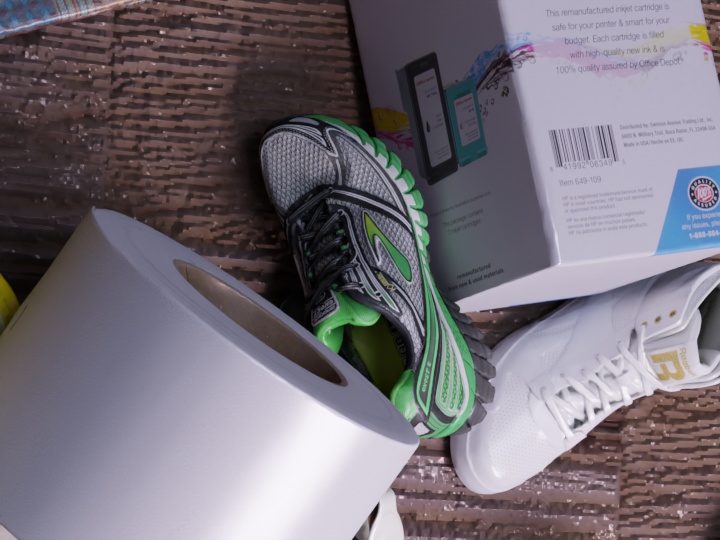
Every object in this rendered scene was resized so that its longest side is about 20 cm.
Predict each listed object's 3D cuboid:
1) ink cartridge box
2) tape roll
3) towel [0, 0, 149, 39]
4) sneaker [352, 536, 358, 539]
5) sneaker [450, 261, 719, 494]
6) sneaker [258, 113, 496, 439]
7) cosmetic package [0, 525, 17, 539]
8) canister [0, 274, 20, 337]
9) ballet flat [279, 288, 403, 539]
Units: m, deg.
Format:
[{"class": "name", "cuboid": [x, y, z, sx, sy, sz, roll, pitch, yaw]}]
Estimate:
[{"class": "ink cartridge box", "cuboid": [0.105, -0.091, 1.587, 0.146, 0.146, 0.201, -6, 81, -34]}, {"class": "tape roll", "cuboid": [-0.089, 0.081, 1.395, 0.202, 0.203, 0.139, 33, 97, -29]}, {"class": "towel", "cuboid": [-0.167, -0.220, 1.407, 0.146, 0.022, 0.201, -17, 84, -25]}, {"class": "sneaker", "cuboid": [-0.044, 0.097, 1.525, 0.075, 0.078, 0.201, -33, 104, -56]}, {"class": "sneaker", "cuboid": [0.146, 0.057, 1.648, 0.200, 0.115, 0.074, -45, 113, -25]}, {"class": "sneaker", "cuboid": [0.000, 0.000, 1.534, 0.085, 0.078, 0.201, -5, 61, -56]}, {"class": "cosmetic package", "cuboid": [-0.140, 0.196, 1.465, 0.200, 0.087, 0.104, 31, 73, -29]}, {"class": "canister", "cuboid": [-0.278, 0.041, 1.379, 0.200, 0.086, 0.149, -47, 112, -27]}, {"class": "ballet flat", "cuboid": [-0.002, 0.108, 1.573, 0.068, 0.068, 0.201, -10, 94, -35]}]
